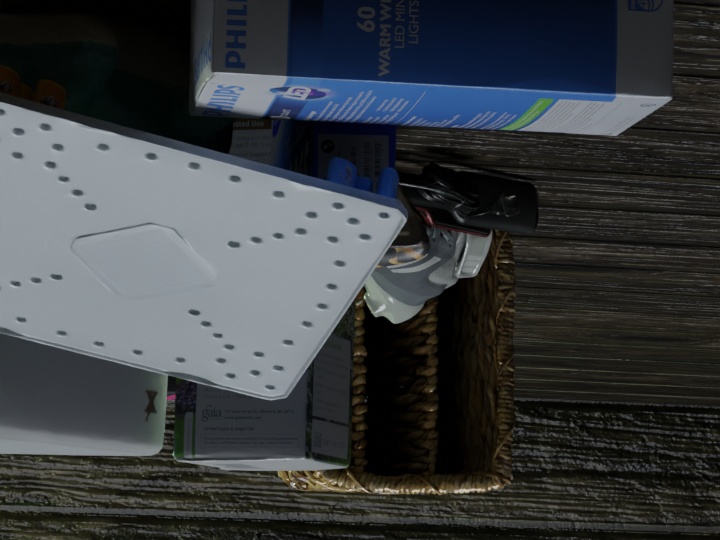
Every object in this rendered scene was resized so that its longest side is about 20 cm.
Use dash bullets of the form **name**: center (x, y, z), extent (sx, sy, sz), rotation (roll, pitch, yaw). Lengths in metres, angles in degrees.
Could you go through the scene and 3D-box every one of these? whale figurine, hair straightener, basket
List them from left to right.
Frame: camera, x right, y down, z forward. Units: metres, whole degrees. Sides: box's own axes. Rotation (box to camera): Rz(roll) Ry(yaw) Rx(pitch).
- **whale figurine**: center (-0.133, -0.068, 1.370), extent (0.159, 0.104, 0.200), rotation (1, 173, 7)
- **basket**: center (0.014, 0.055, 1.995), extent (0.143, 0.200, 0.149), rotation (4, 175, -26)
- **hair straightener**: center (0.061, -0.053, 1.789), extent (0.077, 0.041, 0.200), rotation (-3, 168, 32)

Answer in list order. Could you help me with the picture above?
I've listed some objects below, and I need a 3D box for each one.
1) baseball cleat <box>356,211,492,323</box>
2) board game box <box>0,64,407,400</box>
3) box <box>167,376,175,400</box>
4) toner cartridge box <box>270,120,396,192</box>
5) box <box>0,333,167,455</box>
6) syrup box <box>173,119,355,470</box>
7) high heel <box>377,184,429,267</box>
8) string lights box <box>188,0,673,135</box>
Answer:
- **baseball cleat**: center (0.028, -0.033, 1.875), extent (0.106, 0.070, 0.200), rotation (-31, 159, -3)
- **board game box**: center (-0.101, -0.014, 1.359), extent (0.200, 0.026, 0.200), rotation (14, 148, -13)
- **box**: center (-0.184, 0.037, 2.226), extent (0.200, 0.122, 0.106), rotation (6, 173, -29)
- **toner cartridge box**: center (-0.016, -0.061, 1.454), extent (0.043, 0.095, 0.200), rotation (4, 173, -7)
- **box**: center (-0.223, -0.002, 1.560), extent (0.171, 0.200, 0.199), rotation (0, 173, 31)
- **syrup box**: center (-0.051, 0.009, 1.606), extent (0.081, 0.200, 0.079), rotation (-2, 172, 18)
- **high heel**: center (0.000, 0.000, 1.726), extent (0.200, 0.071, 0.143), rotation (19, 147, 50)
- **string lights box**: center (0.029, -0.098, 1.265), extent (0.200, 0.059, 0.103), rotation (3, 173, -9)
